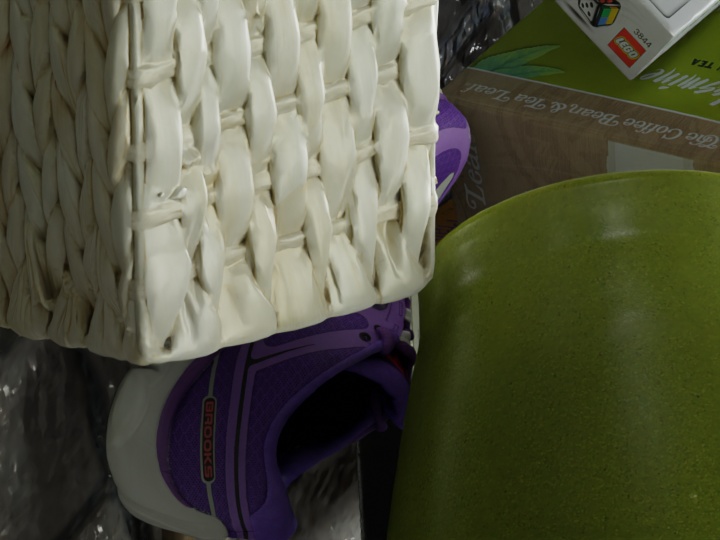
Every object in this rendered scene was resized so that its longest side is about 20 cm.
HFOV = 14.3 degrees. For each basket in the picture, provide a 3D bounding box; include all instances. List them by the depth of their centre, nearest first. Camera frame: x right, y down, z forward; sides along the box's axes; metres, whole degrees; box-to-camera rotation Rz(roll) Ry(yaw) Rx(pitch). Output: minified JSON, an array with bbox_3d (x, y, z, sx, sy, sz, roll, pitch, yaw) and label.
[{"bbox_3d":[-0.056,-0.080,0.855,0.136,0.123,0.200,-16,114,-40],"label":"basket"}]

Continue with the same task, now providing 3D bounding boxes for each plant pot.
[{"bbox_3d":[0.090,0.080,0.889,0.200,0.200,0.193,42,37,-59],"label":"plant pot"}]

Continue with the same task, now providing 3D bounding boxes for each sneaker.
[{"bbox_3d":[-0.007,0.019,0.982,0.200,0.083,0.081,-58,156,-32],"label":"sneaker"}]

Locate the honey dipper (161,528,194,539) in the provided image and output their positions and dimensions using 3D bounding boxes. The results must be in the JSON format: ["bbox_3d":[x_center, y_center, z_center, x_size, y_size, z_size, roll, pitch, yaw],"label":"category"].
[{"bbox_3d":[-0.067,0.031,1.005,0.038,0.038,0.200,-35,131,-55],"label":"honey dipper"}]

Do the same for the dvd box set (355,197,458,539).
[{"bbox_3d":[0.057,0.035,1.169,0.200,0.029,0.146,-36,128,-54],"label":"dvd box set"}]

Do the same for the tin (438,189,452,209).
[{"bbox_3d":[0.000,0.000,1.123,0.200,0.042,0.112,-31,121,-56],"label":"tin"}]

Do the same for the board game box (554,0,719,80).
[{"bbox_3d":[0.118,-0.168,1.074,0.200,0.126,0.035,-41,176,-40],"label":"board game box"}]

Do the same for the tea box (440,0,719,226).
[{"bbox_3d":[0.147,-0.021,1.125,0.197,0.134,0.200,-42,134,-36],"label":"tea box"}]
